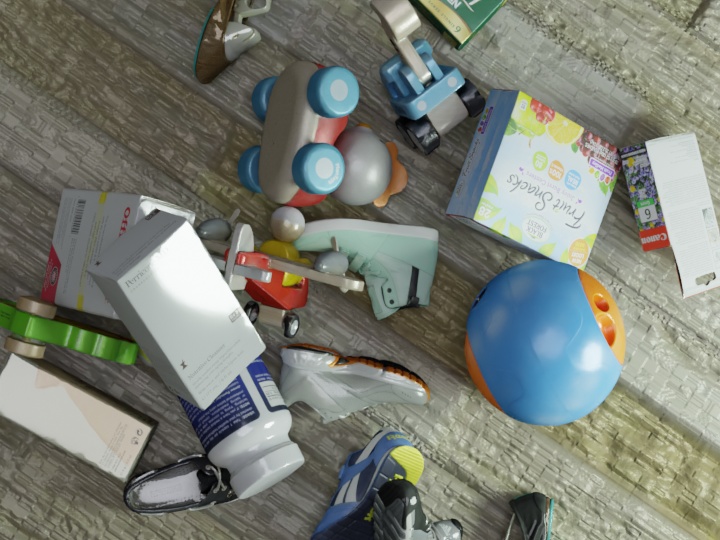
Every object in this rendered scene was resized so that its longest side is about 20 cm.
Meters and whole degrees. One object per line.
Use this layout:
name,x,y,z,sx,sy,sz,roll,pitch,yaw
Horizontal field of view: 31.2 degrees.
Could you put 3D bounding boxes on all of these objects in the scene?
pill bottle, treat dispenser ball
pill bottle,-0.154,0.169,1.587,0.115,0.116,0.202,-29,75,-3
treat dispenser ball,0.226,0.088,1.586,0.197,0.201,0.204,0,88,-3

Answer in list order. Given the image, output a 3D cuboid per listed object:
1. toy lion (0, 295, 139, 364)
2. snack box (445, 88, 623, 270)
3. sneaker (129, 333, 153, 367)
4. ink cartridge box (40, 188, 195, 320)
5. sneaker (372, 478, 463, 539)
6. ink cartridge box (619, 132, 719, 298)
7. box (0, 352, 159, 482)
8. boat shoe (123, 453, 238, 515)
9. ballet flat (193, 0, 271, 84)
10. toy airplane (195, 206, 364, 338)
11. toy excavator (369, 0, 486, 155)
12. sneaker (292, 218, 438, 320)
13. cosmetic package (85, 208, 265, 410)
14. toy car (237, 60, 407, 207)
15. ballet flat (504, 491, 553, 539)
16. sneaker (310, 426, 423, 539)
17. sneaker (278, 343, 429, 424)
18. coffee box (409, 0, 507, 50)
toy lion,-0.377,0.071,1.584,0.198,0.191,0.070,15,87,38
snack box,0.222,-0.110,1.618,0.198,0.067,0.171,24,86,-32
sneaker,-0.261,0.021,1.626,0.074,0.076,0.204,0,88,-4
ink cartridge box,-0.296,-0.016,1.562,0.083,0.199,0.147,15,86,-39
sneaker,0.077,0.316,1.601,0.114,0.202,0.075,-15,47,-23
ink cartridge box,0.403,-0.069,1.652,0.108,0.050,0.203,-13,89,-39
box,-0.358,0.180,1.608,0.198,0.095,0.079,29,86,-3
boat shoe,-0.203,0.265,1.629,0.197,0.060,0.075,-10,87,-3
ballet flat,-0.153,-0.331,1.647,0.071,0.068,0.203,15,82,19
toy airplane,-0.113,-0.018,1.558,0.198,0.198,0.143,28,74,-21
toy excavator,0.063,-0.251,1.584,0.099,0.194,0.201,-37,104,-2
sneaker,0.000,0.000,1.639,0.197,0.074,0.120,4,81,-5
cosmetic package,-0.206,0.043,1.462,0.113,0.081,0.201,-45,127,-21
toy car,-0.023,-0.155,1.624,0.198,0.183,0.180,13,86,-32
ballet flat,0.213,0.386,1.648,0.067,0.068,0.203,0,78,7
sneaker,0.003,0.285,1.638,0.074,0.082,0.201,31,104,-32
sneaker,-0.011,0.156,1.644,0.197,0.076,0.093,12,95,5
coffee box,0.155,-0.400,1.678,0.200,0.044,0.123,-45,91,-4
